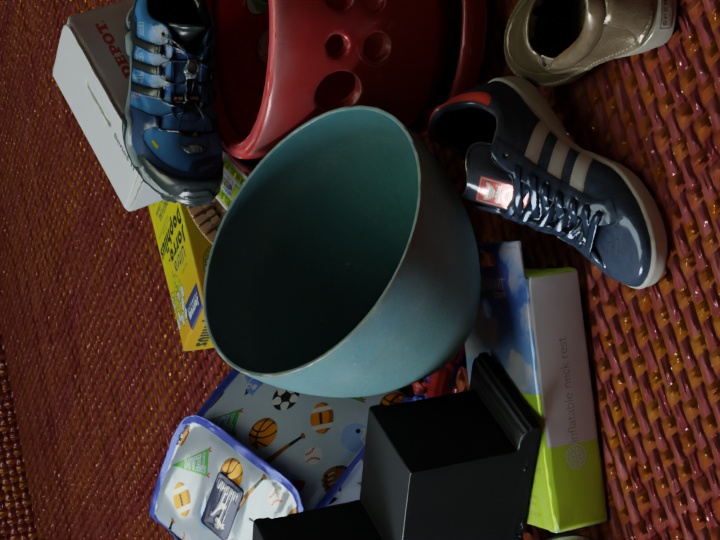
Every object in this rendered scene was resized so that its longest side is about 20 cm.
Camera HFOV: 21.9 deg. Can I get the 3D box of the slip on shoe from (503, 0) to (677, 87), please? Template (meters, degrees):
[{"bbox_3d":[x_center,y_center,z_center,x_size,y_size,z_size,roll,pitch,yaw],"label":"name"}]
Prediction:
[{"bbox_3d":[0.131,-0.159,1.206,0.200,0.060,0.077,-174,78,-69],"label":"slip on shoe"}]

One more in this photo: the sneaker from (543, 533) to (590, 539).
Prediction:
[{"bbox_3d":[0.136,0.294,1.304,0.116,0.075,0.202,-117,31,-46],"label":"sneaker"}]

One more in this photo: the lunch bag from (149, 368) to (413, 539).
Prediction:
[{"bbox_3d":[-0.059,0.164,1.517,0.169,0.200,0.124,30,163,39],"label":"lunch bag"}]

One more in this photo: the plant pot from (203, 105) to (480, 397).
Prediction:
[{"bbox_3d":[0.006,0.007,1.294,0.199,0.134,0.202,-25,49,32],"label":"plant pot"}]

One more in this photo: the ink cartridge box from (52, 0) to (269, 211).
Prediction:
[{"bbox_3d":[-0.129,-0.152,1.504,0.148,0.199,0.083,60,150,16],"label":"ink cartridge box"}]

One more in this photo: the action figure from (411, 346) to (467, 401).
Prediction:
[{"bbox_3d":[0.059,0.113,1.417,0.099,0.065,0.202,157,126,-73],"label":"action figure"}]

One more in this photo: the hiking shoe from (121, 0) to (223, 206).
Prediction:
[{"bbox_3d":[-0.141,-0.143,1.385,0.087,0.074,0.202,116,145,-53],"label":"hiking shoe"}]

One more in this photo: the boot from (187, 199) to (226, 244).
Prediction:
[{"bbox_3d":[-0.098,-0.039,1.722,0.200,0.075,0.107,47,179,-16],"label":"boot"}]

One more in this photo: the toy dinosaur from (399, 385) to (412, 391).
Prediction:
[{"bbox_3d":[0.002,0.100,1.622,0.200,0.060,0.107,128,130,-62],"label":"toy dinosaur"}]

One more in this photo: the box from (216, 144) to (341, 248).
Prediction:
[{"bbox_3d":[-0.015,-0.045,1.434,0.035,0.198,0.110,-68,29,15],"label":"box"}]

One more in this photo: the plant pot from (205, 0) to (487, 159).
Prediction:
[{"bbox_3d":[-0.014,-0.184,1.395,0.200,0.180,0.203,179,90,-68],"label":"plant pot"}]

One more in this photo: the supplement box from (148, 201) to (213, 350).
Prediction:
[{"bbox_3d":[-0.142,-0.036,1.891,0.109,0.108,0.202,120,138,-57],"label":"supplement box"}]

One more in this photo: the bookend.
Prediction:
[{"bbox_3d":[0.009,0.180,1.309,0.092,0.198,0.201,-125,33,-49],"label":"bookend"}]

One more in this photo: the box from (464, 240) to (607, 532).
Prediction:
[{"bbox_3d":[0.118,0.077,1.326,0.122,0.047,0.203,180,83,-69],"label":"box"}]

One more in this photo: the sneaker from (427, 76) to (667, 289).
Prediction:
[{"bbox_3d":[0.116,-0.051,1.217,0.200,0.084,0.076,46,139,39],"label":"sneaker"}]
